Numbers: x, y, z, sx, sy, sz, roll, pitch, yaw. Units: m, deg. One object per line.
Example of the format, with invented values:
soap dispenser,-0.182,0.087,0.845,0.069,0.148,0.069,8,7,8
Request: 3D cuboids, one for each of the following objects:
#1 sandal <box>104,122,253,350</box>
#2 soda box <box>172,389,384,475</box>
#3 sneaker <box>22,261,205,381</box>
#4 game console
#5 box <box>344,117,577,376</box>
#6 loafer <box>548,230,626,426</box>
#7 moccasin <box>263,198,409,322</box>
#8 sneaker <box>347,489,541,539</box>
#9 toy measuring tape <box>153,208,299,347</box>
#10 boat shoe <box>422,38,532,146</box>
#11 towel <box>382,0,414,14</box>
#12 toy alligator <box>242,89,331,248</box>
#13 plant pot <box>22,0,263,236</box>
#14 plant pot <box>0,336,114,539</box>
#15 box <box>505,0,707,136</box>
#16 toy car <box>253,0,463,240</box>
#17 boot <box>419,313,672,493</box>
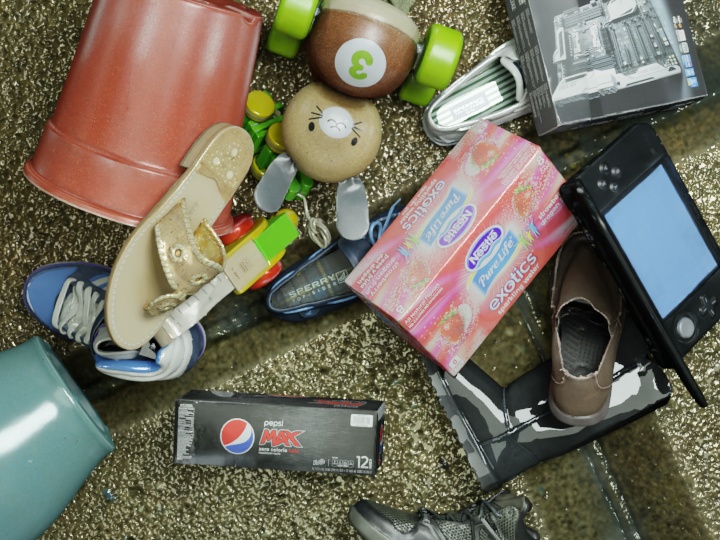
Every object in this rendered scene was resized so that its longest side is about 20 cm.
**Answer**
sandal,-0.139,-0.025,1.090,0.069,0.077,0.213,19,78,43
soda box,-0.077,0.155,1.254,0.197,0.071,0.064,3,93,6
sneaker,-0.246,0.046,1.231,0.198,0.146,0.081,21,94,5
game console,0.271,-0.011,1.137,0.175,0.116,0.201,-38,105,-24
box,0.096,-0.023,1.182,0.200,0.094,0.103,-50,129,-5
loafer,0.209,0.040,1.180,0.072,0.071,0.202,2,55,6
moccasin,0.000,0.000,1.242,0.199,0.068,0.081,-32,88,6
sneaker,0.091,0.243,1.239,0.198,0.076,0.115,25,92,2
toy measuring tape,-0.133,0.005,1.230,0.074,0.074,0.200,46,60,3
boat shoe,0.149,-0.178,1.220,0.199,0.067,0.074,-35,88,4
towel,0.063,-0.323,1.188,0.036,0.148,0.202,24,91,3
toy alligator,-0.070,-0.111,1.249,0.054,0.059,0.201,-26,74,-36
plant pot,-0.183,-0.158,1.176,0.199,0.201,0.197,20,103,5
plant pot,-0.345,0.168,1.233,0.187,0.200,0.201,-36,88,-9
box,0.216,-0.237,1.187,0.156,0.050,0.203,-12,87,-17
toy car,-0.021,-0.137,1.172,0.162,0.158,0.202,18,85,-7
boot,0.172,0.093,1.228,0.198,0.066,0.166,-27,85,5
